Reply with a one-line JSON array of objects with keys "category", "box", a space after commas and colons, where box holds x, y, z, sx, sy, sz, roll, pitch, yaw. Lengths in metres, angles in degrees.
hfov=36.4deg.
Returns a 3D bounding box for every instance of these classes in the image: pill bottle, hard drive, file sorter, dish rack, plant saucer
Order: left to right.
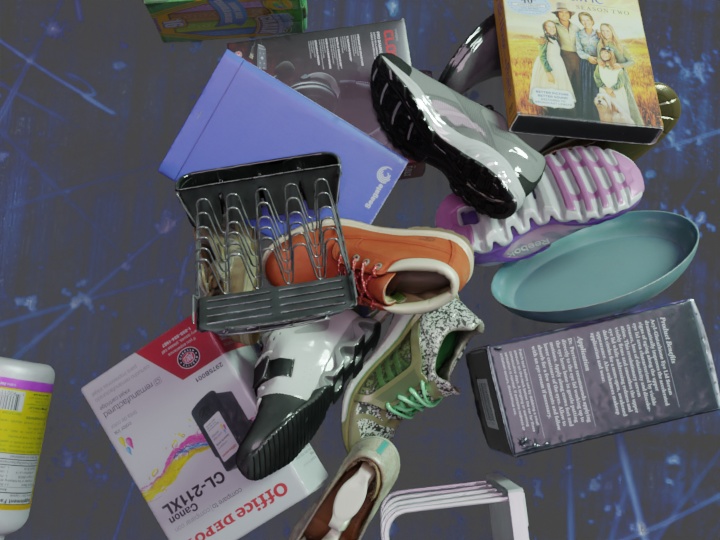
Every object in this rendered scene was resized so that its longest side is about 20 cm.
[{"category": "pill bottle", "box": [-0.359, 0.182, 1.039, 0.104, 0.104, 0.201, 10, 83, 0]}, {"category": "dish rack", "box": [-0.080, -0.023, 0.947, 0.153, 0.200, 0.055, -10, 127, -1]}, {"category": "hard drive", "box": [-0.073, -0.100, 1.040, 0.200, 0.025, 0.132, 31, 96, -7]}, {"category": "file sorter", "box": [0.084, 0.267, 0.991, 0.124, 0.200, 0.139, -7, 83, 0]}, {"category": "plant saucer", "box": [0.223, -0.001, 1.038, 0.199, 0.200, 0.028, -22, 109, -4]}]

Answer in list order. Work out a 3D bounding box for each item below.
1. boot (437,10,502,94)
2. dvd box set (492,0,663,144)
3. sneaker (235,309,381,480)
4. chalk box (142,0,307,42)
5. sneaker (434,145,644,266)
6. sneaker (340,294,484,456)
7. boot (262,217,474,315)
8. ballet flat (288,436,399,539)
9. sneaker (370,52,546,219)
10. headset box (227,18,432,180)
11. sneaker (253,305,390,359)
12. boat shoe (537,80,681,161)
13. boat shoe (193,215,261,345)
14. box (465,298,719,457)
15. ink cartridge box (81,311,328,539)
[{"category": "boot", "box": [0.178, -0.205, 1.098, 0.200, 0.070, 0.132, -42, 86, -18]}, {"category": "dvd box set", "box": [0.204, -0.215, 1.047, 0.146, 0.029, 0.201, 5, 61, -11]}, {"category": "sneaker", "box": [-0.068, 0.102, 0.988, 0.088, 0.074, 0.200, 27, 49, 16]}, {"category": "chalk box", "box": [-0.113, -0.311, 1.092, 0.199, 0.124, 0.125, -6, 84, -2]}, {"category": "sneaker", "box": [0.175, -0.054, 1.060, 0.199, 0.089, 0.081, -17, 58, 11]}, {"category": "sneaker", "box": [0.051, 0.107, 1.043, 0.089, 0.077, 0.201, 34, 100, 45]}, {"category": "boot", "box": [0.000, 0.000, 0.988, 0.199, 0.107, 0.075, -2, 108, 10]}, {"category": "ballet flat", "box": [-0.029, 0.244, 1.031, 0.067, 0.062, 0.201, 27, 102, 9]}, {"category": "sneaker", "box": [0.088, -0.134, 1.029, 0.200, 0.074, 0.079, 43, 61, 12]}, {"category": "headset box", "box": [-0.023, -0.161, 1.101, 0.199, 0.077, 0.150, -8, 84, 0]}, {"category": "sneaker", "box": [-0.023, 0.033, 1.080, 0.090, 0.067, 0.200, 43, 87, -2]}, {"category": "boat shoe", "box": [0.230, -0.120, 1.108, 0.201, 0.066, 0.072, -38, 106, 14]}, {"category": "boat shoe", "box": [-0.126, 0.008, 1.028, 0.062, 0.200, 0.074, -1, 115, -8]}, {"category": "box", "box": [0.215, 0.102, 1.039, 0.199, 0.148, 0.105, -13, 84, -4]}, {"category": "ink cartridge box", "box": [-0.145, 0.157, 1.042, 0.145, 0.083, 0.200, -33, 85, 9]}]
